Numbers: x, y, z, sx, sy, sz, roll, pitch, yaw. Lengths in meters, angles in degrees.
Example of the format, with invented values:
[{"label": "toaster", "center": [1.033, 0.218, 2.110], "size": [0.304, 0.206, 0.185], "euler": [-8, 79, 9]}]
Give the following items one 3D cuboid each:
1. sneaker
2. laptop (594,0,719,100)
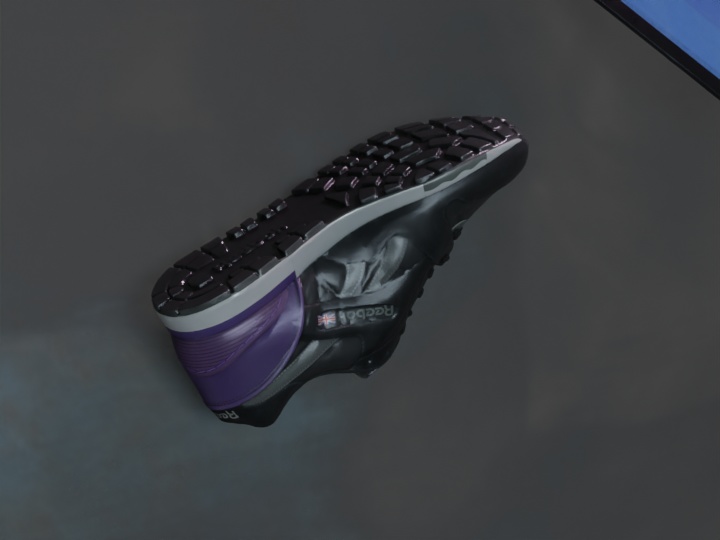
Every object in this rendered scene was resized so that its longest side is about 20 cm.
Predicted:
[{"label": "sneaker", "center": [0.000, 0.000, 0.963], "size": [0.199, 0.076, 0.088], "euler": [-31, 116, -14]}, {"label": "laptop", "center": [0.194, -0.213, 1.000], "size": [0.177, 0.103, 0.200], "euler": [35, 112, -19]}]
